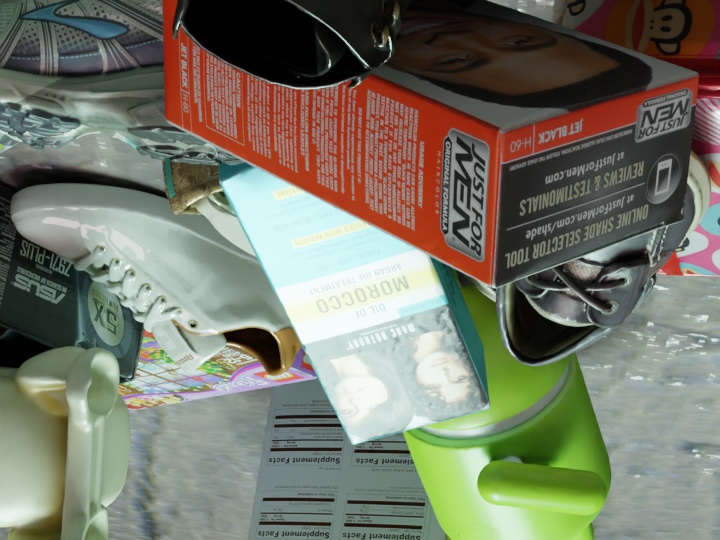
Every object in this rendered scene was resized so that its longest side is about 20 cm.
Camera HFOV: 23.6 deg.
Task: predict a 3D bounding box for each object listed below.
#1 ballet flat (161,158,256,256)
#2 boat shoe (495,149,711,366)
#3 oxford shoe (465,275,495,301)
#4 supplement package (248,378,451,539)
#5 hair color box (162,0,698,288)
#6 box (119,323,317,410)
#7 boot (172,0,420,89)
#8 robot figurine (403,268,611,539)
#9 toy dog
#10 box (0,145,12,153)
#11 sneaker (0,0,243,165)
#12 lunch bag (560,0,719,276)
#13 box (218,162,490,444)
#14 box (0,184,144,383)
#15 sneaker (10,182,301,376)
[{"bbox_3d":[-0.020,-0.026,0.929,0.199,0.066,0.070,18,155,-24],"label":"ballet flat"},{"bbox_3d":[0.098,-0.005,0.747,0.072,0.065,0.200,25,162,2],"label":"boat shoe"},{"bbox_3d":[0.087,0.000,0.917,0.071,0.074,0.200,-30,146,14],"label":"oxford shoe"},{"bbox_3d":[0.024,0.198,1.280,0.146,0.201,0.191,-2,156,25],"label":"supplement package"},{"bbox_3d":[0.019,-0.065,0.656,0.101,0.062,0.200,-19,-148,-36],"label":"hair color box"},{"bbox_3d":[-0.144,0.051,1.192,0.199,0.039,0.137,-13,153,42],"label":"box"},{"bbox_3d":[0.025,-0.103,0.608,0.199,0.139,0.078,13,141,-15],"label":"boot"},{"bbox_3d":[0.085,0.094,1.059,0.115,0.176,0.201,-18,122,5],"label":"robot figurine"},{"bbox_3d":[-0.243,0.094,1.021,0.199,0.140,0.194,4,-167,2],"label":"toy dog"},{"bbox_3d":[-0.214,-0.099,0.862,0.110,0.035,0.200,24,154,-32],"label":"box"},{"bbox_3d":[-0.128,-0.100,0.761,0.199,0.087,0.078,7,168,-11],"label":"sneaker"},{"bbox_3d":[0.157,-0.063,0.764,0.175,0.082,0.200,5,158,21],"label":"lunch bag"},{"bbox_3d":[0.000,0.000,0.874,0.082,0.049,0.200,-16,132,10],"label":"box"},{"bbox_3d":[-0.258,0.010,1.075,0.163,0.087,0.200,-13,149,41],"label":"box"},{"bbox_3d":[-0.117,0.009,1.028,0.199,0.085,0.073,19,157,-22],"label":"sneaker"}]
